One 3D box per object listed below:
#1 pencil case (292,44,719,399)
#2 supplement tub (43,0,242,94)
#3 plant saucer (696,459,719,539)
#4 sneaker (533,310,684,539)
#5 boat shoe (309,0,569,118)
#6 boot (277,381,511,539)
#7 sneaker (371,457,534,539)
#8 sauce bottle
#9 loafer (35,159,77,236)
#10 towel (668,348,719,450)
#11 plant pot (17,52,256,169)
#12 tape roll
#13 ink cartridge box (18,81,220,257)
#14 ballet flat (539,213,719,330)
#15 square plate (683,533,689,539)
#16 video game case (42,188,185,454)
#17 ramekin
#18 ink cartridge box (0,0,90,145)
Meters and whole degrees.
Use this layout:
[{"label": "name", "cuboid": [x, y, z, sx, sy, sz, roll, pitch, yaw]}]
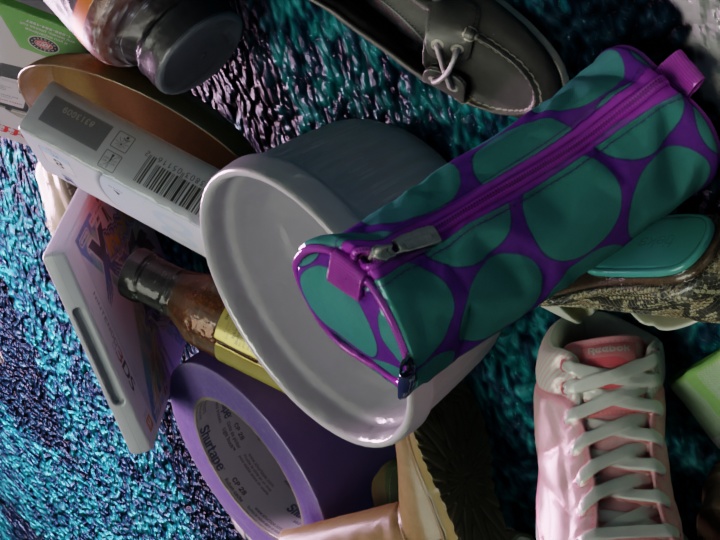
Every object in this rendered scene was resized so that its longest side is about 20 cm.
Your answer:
[{"label": "pencil case", "cuboid": [0.071, -0.026, 0.735, 0.085, 0.200, 0.092, 49, 162, 21]}, {"label": "supplement tub", "cuboid": [-0.165, -0.208, 1.023, 0.200, 0.107, 0.107, 47, 151, 16]}, {"label": "plant saucer", "cuboid": [0.242, 0.186, 0.818, 0.200, 0.029, 0.200, 52, 167, 17]}, {"label": "sneaker", "cuboid": [0.131, 0.098, 0.836, 0.200, 0.075, 0.105, -95, 4, -56]}, {"label": "boat shoe", "cuboid": [0.024, -0.135, 0.848, 0.200, 0.057, 0.067, 42, 149, 27]}, {"label": "boot", "cuboid": [0.005, 0.173, 1.092, 0.200, 0.066, 0.175, -26, 71, 44]}, {"label": "sneaker", "cuboid": [0.089, 0.199, 1.100, 0.200, 0.067, 0.090, 56, 138, 22]}, {"label": "sauce bottle", "cuboid": [-0.087, 0.039, 1.154, 0.200, 0.066, 0.066, 27, 144, 17]}, {"label": "loafer", "cuboid": [-0.230, -0.029, 1.361, 0.068, 0.076, 0.200, 20, 126, 51]}, {"label": "towel", "cuboid": [0.247, 0.115, 0.787, 0.200, 0.031, 0.149, 53, 152, 8]}, {"label": "plant pot", "cuboid": [-0.149, -0.099, 1.120, 0.200, 0.028, 0.200, 24, 163, 8]}, {"label": "tape roll", "cuboid": [-0.059, 0.137, 1.245, 0.200, 0.085, 0.200, 39, 148, 29]}, {"label": "ink cartridge box", "cuboid": [-0.148, -0.042, 1.134, 0.160, 0.047, 0.200, 28, 162, 14]}, {"label": "ballet flat", "cuboid": [0.130, 0.002, 0.829, 0.200, 0.068, 0.075, 10, 150, 53]}, {"label": "square plate", "cuboid": [0.199, 0.239, 0.889, 0.200, 0.028, 0.198, -115, 10, -69]}, {"label": "video game case", "cuboid": [-0.189, 0.018, 1.257, 0.200, 0.022, 0.182, -83, -23, -62]}, {"label": "ramekin", "cuboid": [0.000, 0.000, 0.981, 0.200, 0.105, 0.200, 38, 147, 31]}, {"label": "ink cartridge box", "cuboid": [-0.272, -0.183, 1.175, 0.145, 0.084, 0.200, 19, 154, -12]}]
